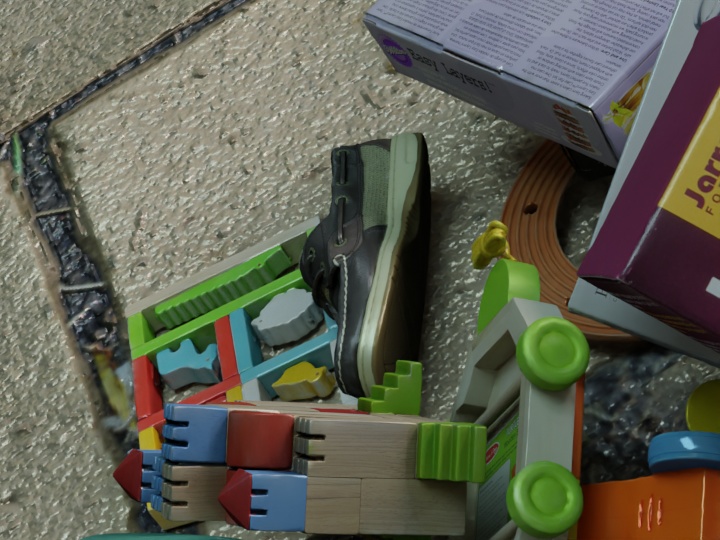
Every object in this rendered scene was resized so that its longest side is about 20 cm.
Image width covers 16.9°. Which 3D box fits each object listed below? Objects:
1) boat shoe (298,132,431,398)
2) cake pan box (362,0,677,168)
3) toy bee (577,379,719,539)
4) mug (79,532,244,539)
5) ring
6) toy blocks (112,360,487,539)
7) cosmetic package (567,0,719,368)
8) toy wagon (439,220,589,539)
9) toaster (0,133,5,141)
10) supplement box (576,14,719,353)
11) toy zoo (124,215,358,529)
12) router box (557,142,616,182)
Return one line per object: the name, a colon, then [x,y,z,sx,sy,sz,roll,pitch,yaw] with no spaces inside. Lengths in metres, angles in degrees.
boat shoe: [0.000,-0.001,1.311,0.066,0.072,0.201,-3,40,11]
cake pan box: [0.123,-0.157,1.282,0.184,0.052,0.200,-45,41,-17]
toy bee: [0.173,0.120,1.068,0.200,0.108,0.132,16,87,60]
mug: [-0.069,0.211,1.102,0.114,0.186,0.152,-3,23,29]
ring: [0.166,-0.037,1.283,0.200,0.019,0.201,-18,42,17]
toy blocks: [-0.037,0.091,1.138,0.136,0.101,0.200,3,-1,-16]
cosmetic package: [0.197,-0.050,1.097,0.150,0.052,0.201,20,89,8]
toy wagon: [0.068,0.074,1.125,0.039,0.155,0.201,11,65,-12]
toaster: [-0.372,-0.140,1.642,0.180,0.200,0.119,-30,35,17]
supplement box: [0.211,-0.007,1.010,0.131,0.199,0.103,-63,5,-1]
toy zoo: [-0.063,0.063,1.335,0.131,0.020,0.200,-25,39,11]
router box: [0.198,-0.144,1.308,0.199,0.062,0.150,-17,41,19]
